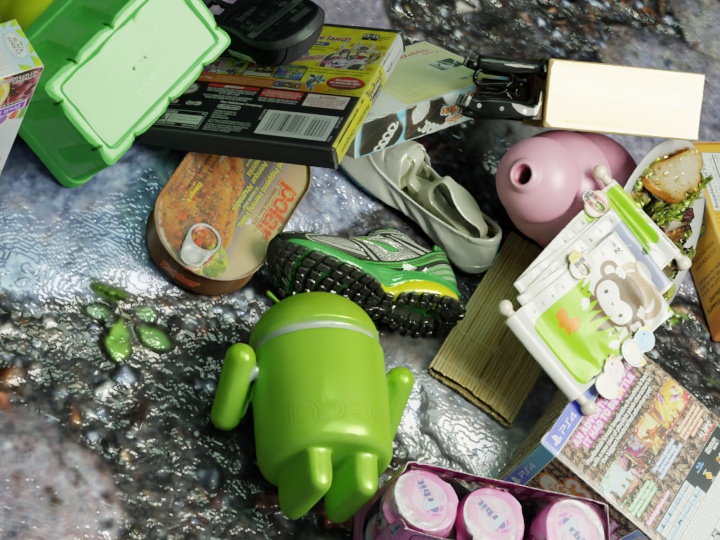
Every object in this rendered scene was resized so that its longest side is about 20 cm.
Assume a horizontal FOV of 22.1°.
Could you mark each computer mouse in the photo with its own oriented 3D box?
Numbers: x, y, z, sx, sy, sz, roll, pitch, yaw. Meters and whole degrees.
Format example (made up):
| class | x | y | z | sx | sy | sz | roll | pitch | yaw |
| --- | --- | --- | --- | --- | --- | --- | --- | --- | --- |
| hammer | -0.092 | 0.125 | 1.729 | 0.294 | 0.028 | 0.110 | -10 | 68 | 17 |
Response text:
| class | x | y | z | sx | sy | sz | roll | pitch | yaw |
| --- | --- | --- | --- | --- | --- | --- | --- | --- | --- |
| computer mouse | -0.079 | -0.241 | 1.715 | 0.140 | 0.199 | 0.046 | -43 | 128 | -25 |

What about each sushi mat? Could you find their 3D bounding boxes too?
| class | x | y | z | sx | sy | sz | roll | pitch | yaw |
| --- | --- | --- | --- | --- | --- | --- | --- | --- | --- |
| sushi mat | 0.142 | 0.052 | 1.737 | 0.095 | 0.012 | 0.201 | 35 | 50 | -1 |

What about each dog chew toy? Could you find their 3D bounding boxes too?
| class | x | y | z | sx | sy | sz | roll | pitch | yaw |
| --- | --- | --- | --- | --- | --- | --- | --- | --- | --- |
| dog chew toy | 0.191 | -0.077 | 1.739 | 0.199 | 0.124 | 0.125 | 12 | 47 | -62 |

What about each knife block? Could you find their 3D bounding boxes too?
| class | x | y | z | sx | sy | sz | roll | pitch | yaw |
| --- | --- | --- | --- | --- | --- | --- | --- | --- | --- |
| knife block | 0.193 | -0.160 | 1.688 | 0.175 | 0.198 | 0.065 | -5 | 102 | -55 |

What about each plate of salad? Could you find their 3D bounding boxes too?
| class | x | y | z | sx | sy | sz | roll | pitch | yaw |
| --- | --- | --- | --- | --- | --- | --- | --- | --- | --- |
| plate of salad | 0.287 | -0.027 | 1.758 | 0.048 | 0.202 | 0.200 | 20 | 42 | 32 |

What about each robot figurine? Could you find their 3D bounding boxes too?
| class | x | y | z | sx | sy | sz | roll | pitch | yaw |
| --- | --- | --- | --- | --- | --- | --- | --- | --- | --- |
| robot figurine | -0.034 | 0.107 | 1.546 | 0.174 | 0.116 | 0.202 | 8 | 57 | -24 |

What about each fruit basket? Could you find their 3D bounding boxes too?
| class | x | y | z | sx | sy | sz | roll | pitch | yaw |
| --- | --- | --- | --- | --- | --- | --- | --- | --- | --- |
| fruit basket | -0.240 | -0.193 | 1.627 | 0.156 | 0.214 | 0.217 | 51 | 46 | -26 |

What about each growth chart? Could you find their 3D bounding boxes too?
| class | x | y | z | sx | sy | sz | roll | pitch | yaw |
| --- | --- | --- | --- | --- | --- | --- | --- | --- | --- |
| growth chart | 0.212 | 0.020 | 1.637 | 0.145 | 0.018 | 0.200 | 41 | 64 | -3 |

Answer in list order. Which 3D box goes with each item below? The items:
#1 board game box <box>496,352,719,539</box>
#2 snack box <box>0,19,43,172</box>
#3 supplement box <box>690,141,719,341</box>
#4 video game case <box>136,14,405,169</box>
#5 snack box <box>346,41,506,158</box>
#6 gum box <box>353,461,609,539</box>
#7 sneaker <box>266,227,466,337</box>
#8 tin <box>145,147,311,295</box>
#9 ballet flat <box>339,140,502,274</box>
| class | x | y | z | sx | sy | sz | roll | pitch | yaw |
| --- | --- | --- | --- | --- | --- | --- | --- | --- | --- |
| board game box | 0.249 | 0.187 | 1.652 | 0.200 | 0.097 | 0.160 | 41 | 51 | 2 |
| snack box | -0.344 | -0.104 | 1.468 | 0.141 | 0.200 | 0.053 | -23 | 71 | -36 |
| supplement box | 0.369 | -0.031 | 1.873 | 0.068 | 0.067 | 0.202 | 1 | 59 | -22 |
| video game case | -0.080 | -0.167 | 1.681 | 0.198 | 0.026 | 0.181 | 8 | 45 | 21 |
| snack box | 0.030 | -0.165 | 1.754 | 0.199 | 0.037 | 0.116 | -21 | 36 | -37 |
| gum box | 0.095 | 0.226 | 1.538 | 0.198 | 0.114 | 0.067 | 14 | 55 | -18 |
| sneaker | 0.000 | 0.000 | 1.666 | 0.198 | 0.078 | 0.086 | 16 | 45 | -32 |
| tin | -0.118 | -0.061 | 1.662 | 0.111 | 0.042 | 0.201 | 31 | 50 | -1 |
| ballet flat | 0.059 | -0.081 | 1.746 | 0.200 | 0.070 | 0.069 | 42 | 51 | 3 |
